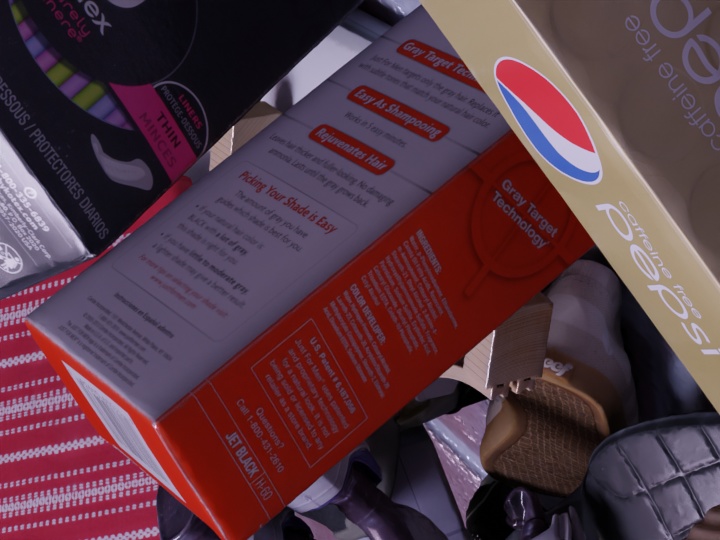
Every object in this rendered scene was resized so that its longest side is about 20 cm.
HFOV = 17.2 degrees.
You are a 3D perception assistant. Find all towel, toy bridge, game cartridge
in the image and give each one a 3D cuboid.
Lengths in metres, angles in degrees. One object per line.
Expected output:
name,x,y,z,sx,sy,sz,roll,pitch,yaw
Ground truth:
towel,-0.126,0.065,1.028,0.144,0.201,0.022,-14,157,35
toy bridge,0.000,0.000,0.913,0.200,0.027,0.068,36,129,46
game cartridge,0.050,0.168,1.078,0.133,0.040,0.201,179,70,-85

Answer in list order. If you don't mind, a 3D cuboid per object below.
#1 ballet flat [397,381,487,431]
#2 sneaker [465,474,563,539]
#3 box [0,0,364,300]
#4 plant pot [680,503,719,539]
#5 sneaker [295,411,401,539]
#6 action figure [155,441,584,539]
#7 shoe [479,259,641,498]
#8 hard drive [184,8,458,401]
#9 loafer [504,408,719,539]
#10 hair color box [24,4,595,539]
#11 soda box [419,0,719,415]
ballet flat,0.027,0.030,1.054,0.068,0.068,0.200,46,165,11
sneaker,0.096,0.151,1.079,0.080,0.086,0.200,45,170,-24
box,-0.105,-0.090,0.869,0.106,0.200,0.123,-22,110,43
plant pot,0.162,0.107,0.707,0.201,0.199,0.093,172,100,-73
sneaker,-0.050,0.070,1.018,0.199,0.113,0.077,180,97,-73
action figure,0.020,0.120,0.920,0.200,0.130,0.070,41,-156,-21
shoe,0.087,0.052,0.983,0.069,0.054,0.200,15,162,8
hard drive,-0.020,-0.048,0.980,0.200,0.026,0.133,34,126,48
loafer,0.124,0.095,0.928,0.200,0.072,0.073,-39,72,57
hair color box,-0.001,-0.009,0.785,0.101,0.200,0.061,31,156,53
soda box,0.095,-0.039,0.684,0.200,0.068,0.064,53,166,-9
